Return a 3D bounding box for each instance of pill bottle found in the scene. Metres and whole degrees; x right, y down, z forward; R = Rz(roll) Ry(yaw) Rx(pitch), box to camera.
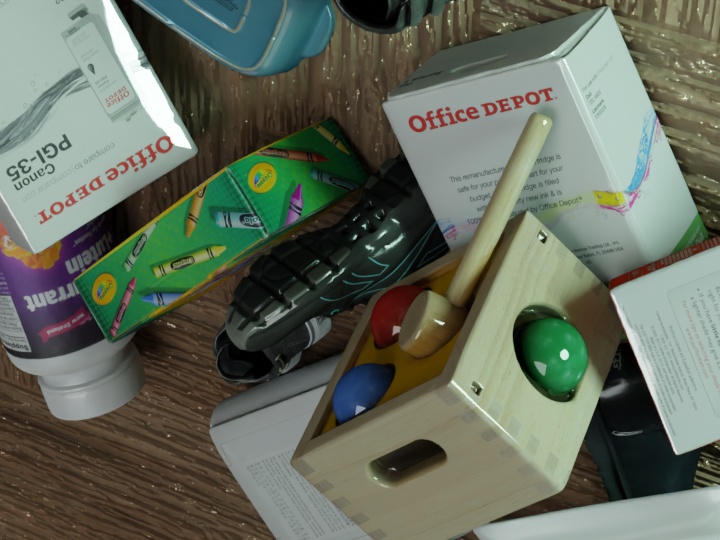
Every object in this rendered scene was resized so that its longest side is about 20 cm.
[{"bbox_3d":[-0.236,0.011,1.608,0.111,0.111,0.201,1,120,33],"label":"pill bottle"}]

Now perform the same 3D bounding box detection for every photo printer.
[{"bbox_3d":[0.000,0.142,1.571,0.200,0.069,0.167,-24,105,41],"label":"photo printer"}]

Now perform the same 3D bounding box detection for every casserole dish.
[{"bbox_3d":[-0.109,-0.209,1.426,0.200,0.039,0.121,35,133,7],"label":"casserole dish"}]

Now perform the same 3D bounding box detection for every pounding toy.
[{"bbox_3d":[0.067,0.042,1.284,0.142,0.184,0.200,43,136,-17],"label":"pounding toy"}]

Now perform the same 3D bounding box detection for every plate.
[{"bbox_3d":[0.209,0.189,1.394,0.199,0.200,0.032,-15,66,33],"label":"plate"}]

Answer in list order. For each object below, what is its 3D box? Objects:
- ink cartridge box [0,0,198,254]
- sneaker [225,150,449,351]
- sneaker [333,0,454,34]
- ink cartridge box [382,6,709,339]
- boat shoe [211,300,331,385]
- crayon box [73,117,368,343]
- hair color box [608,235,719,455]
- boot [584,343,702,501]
[{"bbox_3d":[-0.227,-0.134,1.472,0.200,0.146,0.083,61,167,-15],"label":"ink cartridge box"},{"bbox_3d":[0.000,0.000,1.404,0.075,0.200,0.079,37,161,55],"label":"sneaker"},{"bbox_3d":[0.068,-0.192,1.279,0.199,0.099,0.071,-9,113,36],"label":"sneaker"},{"bbox_3d":[0.125,-0.055,1.344,0.144,0.084,0.201,-11,114,38],"label":"ink cartridge box"},{"bbox_3d":[-0.077,0.054,1.514,0.070,0.066,0.200,54,161,-4],"label":"boat shoe"},{"bbox_3d":[-0.102,-0.028,1.484,0.200,0.119,0.058,-32,89,43],"label":"crayon box"},{"bbox_3d":[0.262,0.021,1.246,0.199,0.064,0.111,-22,93,10],"label":"hair color box"},{"bbox_3d":[0.241,0.106,1.378,0.167,0.077,0.200,-10,138,21],"label":"boot"}]
